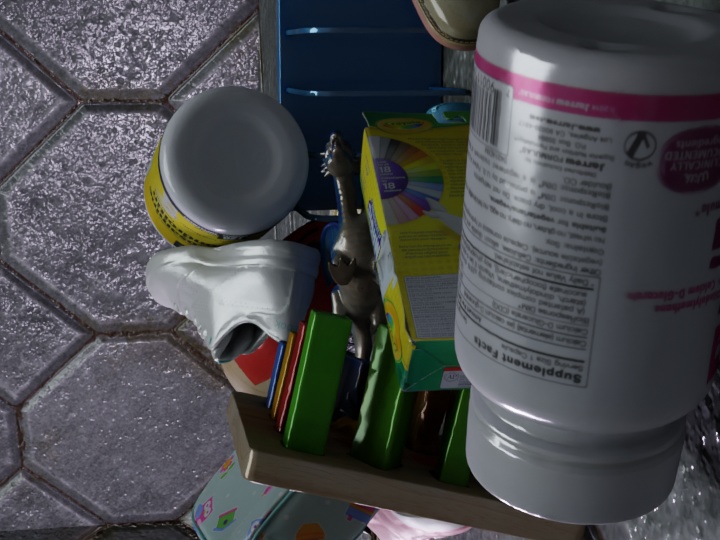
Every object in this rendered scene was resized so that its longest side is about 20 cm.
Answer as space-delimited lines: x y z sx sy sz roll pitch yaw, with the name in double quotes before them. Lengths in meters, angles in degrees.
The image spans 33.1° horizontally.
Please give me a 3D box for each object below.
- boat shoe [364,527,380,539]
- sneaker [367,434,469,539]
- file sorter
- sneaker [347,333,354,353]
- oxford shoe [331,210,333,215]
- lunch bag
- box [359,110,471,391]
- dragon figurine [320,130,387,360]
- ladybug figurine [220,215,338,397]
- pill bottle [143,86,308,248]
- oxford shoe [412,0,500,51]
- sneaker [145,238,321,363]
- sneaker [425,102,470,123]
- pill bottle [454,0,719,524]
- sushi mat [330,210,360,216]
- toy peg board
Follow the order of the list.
"boat shoe" 0.024 0.218 1.142 0.072 0.072 0.201 101 164 -53
"sneaker" 0.057 0.189 0.974 0.200 0.105 0.075 -4 44 56
"file sorter" 0.012 -0.143 0.963 0.123 0.138 0.201 -144 53 -74
"sneaker" 0.005 0.016 1.043 0.200 0.071 0.083 -30 63 50
"oxford shoe" 0.011 -0.089 1.186 0.075 0.070 0.201 125 141 -64
"lunch bag" -0.041 0.156 0.965 0.200 0.077 0.160 -49 21 -8
"box" 0.065 -0.022 0.703 0.049 0.117 0.201 99 167 -47
"dragon figurine" 0.000 0.000 0.857 0.100 0.058 0.201 -90 0 -52
"ladybug figurine" -0.052 0.023 0.996 0.200 0.072 0.136 -45 24 23
"pill bottle" -0.114 -0.070 0.971 0.200 0.111 0.113 153 115 -73
"oxford shoe" 0.066 -0.248 0.806 0.074 0.070 0.201 132 136 -73
"sneaker" -0.110 0.029 0.938 0.200 0.075 0.089 -8 74 52
"sneaker" 0.066 -0.038 0.816 0.200 0.079 0.131 -111 19 -62
"pill bottle" 0.098 -0.004 0.507 0.113 0.113 0.201 -110 21 -64
"sushi mat" 0.009 -0.101 1.138 0.095 0.012 0.201 19 102 50
"toy peg board" 0.027 0.082 0.765 0.199 0.199 0.098 -155 79 -80
